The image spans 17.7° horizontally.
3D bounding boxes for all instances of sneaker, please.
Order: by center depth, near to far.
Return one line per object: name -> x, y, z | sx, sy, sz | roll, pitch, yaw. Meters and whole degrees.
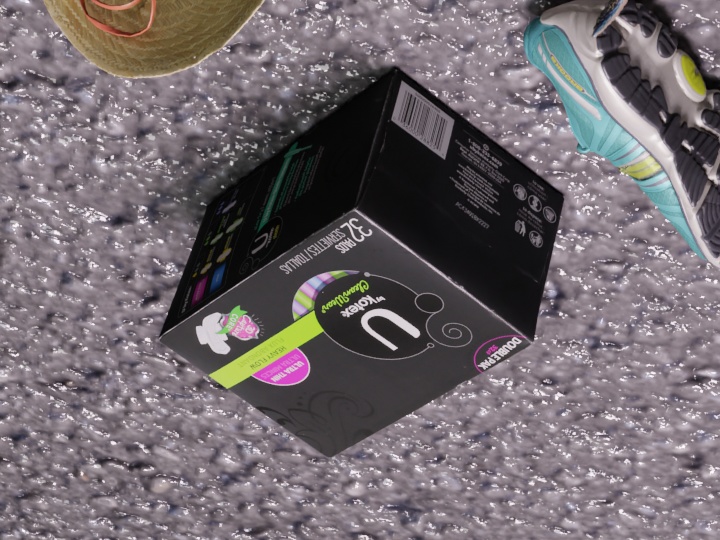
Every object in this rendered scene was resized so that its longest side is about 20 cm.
sneaker -> 0.167, -0.082, 1.336 | 0.080, 0.078, 0.200 | 0, 137, 49

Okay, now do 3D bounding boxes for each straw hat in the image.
straw hat -> -0.083, -0.201, 1.251 | 0.201, 0.201, 0.085 | -20, 170, 36

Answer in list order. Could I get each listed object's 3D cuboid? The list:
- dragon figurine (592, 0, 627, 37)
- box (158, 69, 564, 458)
dragon figurine -> 0.138, -0.214, 1.184 | 0.099, 0.059, 0.200 | 24, 140, -8
box -> 0.000, 0.000, 1.433 | 0.149, 0.124, 0.200 | 36, 136, -22
